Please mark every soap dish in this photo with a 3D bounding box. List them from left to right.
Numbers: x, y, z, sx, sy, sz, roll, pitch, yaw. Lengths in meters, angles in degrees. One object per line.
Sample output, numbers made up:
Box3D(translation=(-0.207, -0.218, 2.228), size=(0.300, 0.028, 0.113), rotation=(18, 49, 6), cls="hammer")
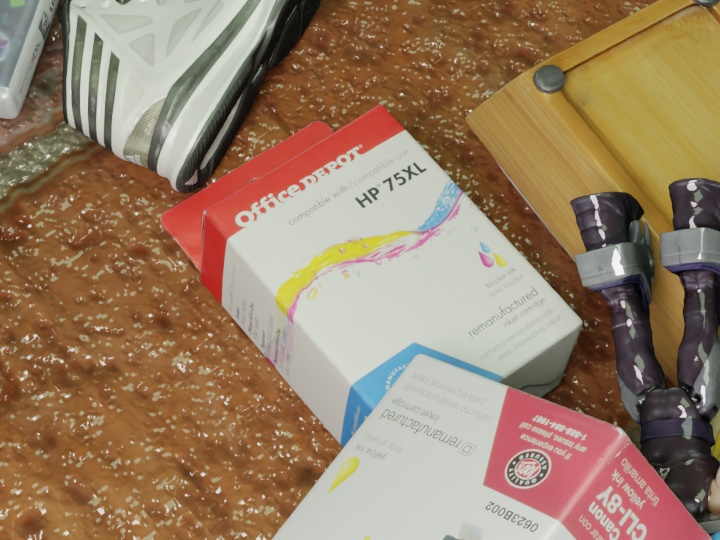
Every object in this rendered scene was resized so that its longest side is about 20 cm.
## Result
Box3D(translation=(0.175, -0.050, 1.072), size=(0.157, 0.081, 0.200), rotation=(-28, 67, -21), cls="soap dish")

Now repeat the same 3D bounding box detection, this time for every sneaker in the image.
Box3D(translation=(-0.093, -0.146, 1.103), size=(0.115, 0.076, 0.201), rotation=(26, 63, 8), cls="sneaker")

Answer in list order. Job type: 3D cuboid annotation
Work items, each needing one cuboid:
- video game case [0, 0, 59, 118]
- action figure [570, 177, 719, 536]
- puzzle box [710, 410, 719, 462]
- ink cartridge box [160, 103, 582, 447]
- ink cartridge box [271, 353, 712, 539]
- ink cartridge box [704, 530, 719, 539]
Box3D(translation=(-0.253, -0.167, 1.107), size=(0.200, 0.023, 0.182), rotation=(6, 59, 12), cls="video game case")
Box3D(translation=(0.146, 0.060, 0.948), size=(0.130, 0.069, 0.200), rotation=(-8, 73, 27), cls="action figure")
Box3D(translation=(0.204, 0.095, 0.947), size=(0.133, 0.025, 0.200), rotation=(26, 81, 43), cls="puzzle box")
Box3D(translation=(0.000, 0.000, 1.032), size=(0.116, 0.067, 0.200), rotation=(-33, 67, -22), cls="ink cartridge box")
Box3D(translation=(0.027, 0.149, 0.877), size=(0.200, 0.083, 0.145), rotation=(-51, 35, -15), cls="ink cartridge box")
Box3D(translation=(0.110, 0.211, 0.873), size=(0.200, 0.068, 0.116), rotation=(-33, 42, 14), cls="ink cartridge box")
